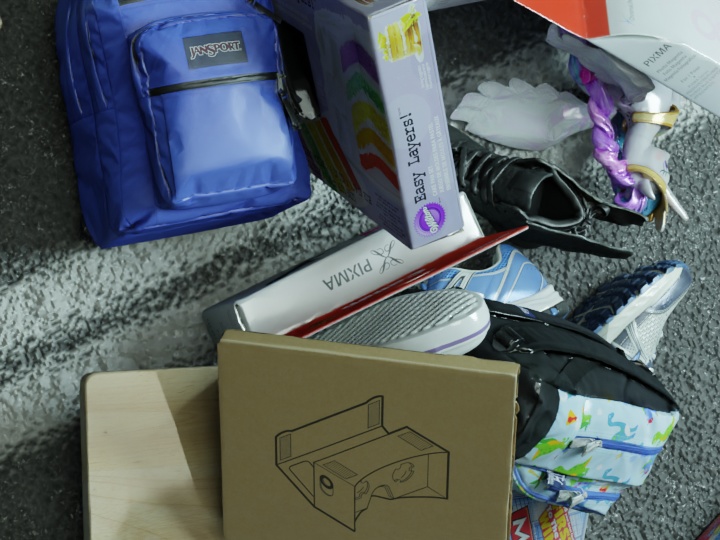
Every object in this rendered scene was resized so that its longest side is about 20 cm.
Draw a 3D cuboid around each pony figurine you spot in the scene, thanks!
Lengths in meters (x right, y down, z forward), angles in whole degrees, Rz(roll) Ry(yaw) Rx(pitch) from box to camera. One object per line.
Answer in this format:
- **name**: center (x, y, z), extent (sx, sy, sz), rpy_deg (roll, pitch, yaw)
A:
- **pony figurine**: center (0.191, -0.148, 1.655), extent (0.192, 0.166, 0.201), rpy_deg (27, 61, -23)

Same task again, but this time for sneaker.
- **sneaker**: center (0.192, 0.077, 1.668), extent (0.200, 0.077, 0.085), rpy_deg (-46, 105, -8)
- **sneaker**: center (0.111, -0.065, 1.628), extent (0.199, 0.104, 0.060), rpy_deg (30, 76, -15)
- **sneaker**: center (0.056, 0.048, 1.625), extent (0.199, 0.076, 0.077), rpy_deg (-24, 71, -20)
- **sneaker**: center (0.015, 0.089, 1.464), extent (0.199, 0.073, 0.115), rpy_deg (-22, 109, 23)

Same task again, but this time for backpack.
- **backpack**: center (-0.120, -0.134, 1.521), extent (0.162, 0.168, 0.202), rpy_deg (-10, 86, -27)
- **backpack**: center (0.132, 0.095, 1.529), extent (0.199, 0.163, 0.155), rpy_deg (-2, 114, -40)

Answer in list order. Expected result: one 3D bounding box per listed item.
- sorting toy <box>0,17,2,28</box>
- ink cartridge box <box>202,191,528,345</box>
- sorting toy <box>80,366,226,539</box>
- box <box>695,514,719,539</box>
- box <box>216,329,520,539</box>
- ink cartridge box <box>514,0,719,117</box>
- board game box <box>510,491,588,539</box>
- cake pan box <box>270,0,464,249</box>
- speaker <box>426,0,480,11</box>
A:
- **sorting toy**: center (-0.377, -0.207, 1.483), extent (0.199, 0.070, 0.199), rpy_deg (-35, 97, -19)
- **ink cartridge box**: center (0.000, 0.000, 1.545), extent (0.199, 0.173, 0.044), rpy_deg (-26, 92, -20)
- **sorting toy**: center (-0.103, 0.167, 1.536), extent (0.199, 0.070, 0.200), rpy_deg (-2, 91, -20)
- **box**: center (0.356, 0.273, 1.690), extent (0.103, 0.095, 0.200), rpy_deg (-43, 99, -18)
- **box**: center (0.004, 0.123, 1.432), extent (0.198, 0.021, 0.165), rpy_deg (6, 120, 10)
- **ink cartridge box**: center (0.198, -0.218, 1.585), extent (0.199, 0.057, 0.163), rpy_deg (30, 39, -28)
- **board game box**: center (0.102, 0.233, 1.588), extent (0.199, 0.061, 0.201), rpy_deg (-19, 101, -45)
- **cake pan box**: center (-0.006, -0.135, 1.518), extent (0.052, 0.200, 0.185), rpy_deg (-22, 123, -20)
- **speaker**: center (0.068, -0.236, 1.604), extent (0.199, 0.081, 0.082), rpy_deg (-18, 91, -44)
